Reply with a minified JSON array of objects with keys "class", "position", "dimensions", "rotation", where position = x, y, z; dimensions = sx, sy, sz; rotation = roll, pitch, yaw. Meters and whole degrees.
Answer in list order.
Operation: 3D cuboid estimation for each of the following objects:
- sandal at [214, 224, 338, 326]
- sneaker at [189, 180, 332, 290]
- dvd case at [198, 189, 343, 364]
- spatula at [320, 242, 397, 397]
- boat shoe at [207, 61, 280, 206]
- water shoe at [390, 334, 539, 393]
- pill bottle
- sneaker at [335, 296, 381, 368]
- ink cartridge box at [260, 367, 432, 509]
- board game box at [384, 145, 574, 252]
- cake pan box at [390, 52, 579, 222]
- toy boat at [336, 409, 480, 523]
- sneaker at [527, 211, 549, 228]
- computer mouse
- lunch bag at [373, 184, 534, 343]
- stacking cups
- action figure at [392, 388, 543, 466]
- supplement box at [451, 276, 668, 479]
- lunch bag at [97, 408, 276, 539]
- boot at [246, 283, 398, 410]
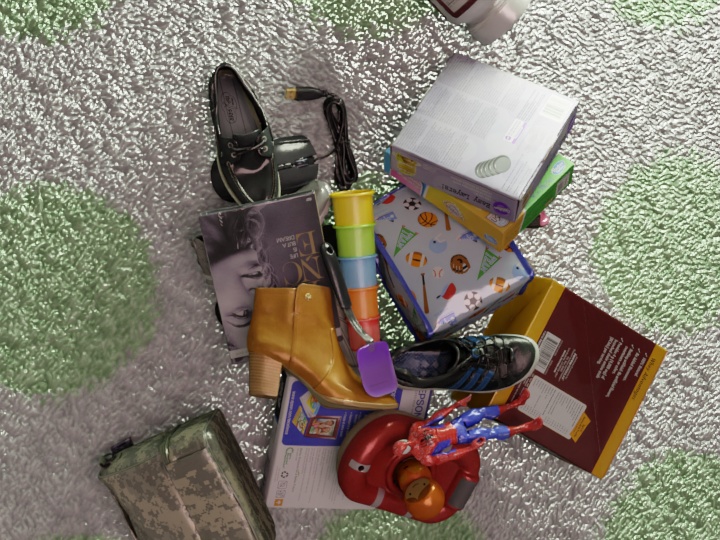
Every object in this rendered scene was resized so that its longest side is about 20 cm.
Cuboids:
[{"class":"sandal","position":[-0.101,0.005,1.692],"dimensions":[0.199,0.075,0.045],"rotation":[-34,145,-10]},{"class":"sneaker","position":[-0.125,-0.058,1.666],"dimensions":[0.199,0.075,0.082],"rotation":[-36,120,-6]},{"class":"dvd case","position":[-0.110,0.010,1.648],"dimensions":[0.146,0.016,0.203],"rotation":[-12,111,-2]},{"class":"spatula","position":[-0.008,0.058,1.613],"dimensions":[0.056,0.021,0.202],"rotation":[-15,76,-42]},{"class":"boat shoe","position":[-0.146,-0.168,1.640],"dimensions":[0.073,0.066,0.202],"rotation":[-10,76,-9]},{"class":"water shoe","position":[0.132,0.118,1.651],"dimensions":[0.197,0.079,0.073],"rotation":[-8,78,-5]},{"class":"pill bottle","position":[0.125,-0.397,1.716],"dimensions":[0.200,0.114,0.115],"rotation":[42,82,-15]},{"class":"sneaker","position":[-0.011,0.106,1.737],"dimensions":[0.072,0.072,0.200],"rotation":[-38,106,10]},{"class":"ink cartridge box","position":[-0.020,0.220,1.718],"dimensions":[0.197,0.047,0.200],"rotation":[3,113,-20]},{"class":"board game box","position":[0.152,-0.133,1.701],"dimensions":[0.199,0.041,0.153],"rotation":[36,62,23]},{"class":"cake pan box","position":[0.160,-0.176,1.676],"dimensions":[0.182,0.053,0.201],"rotation":[24,58,15]},{"class":"toy boat","position":[0.067,0.265,1.665],"dimensions":[0.198,0.131,0.132],"rotation":[21,107,-24]},{"class":"sneaker","position":[0.240,-0.144,1.762],"dimensions":[0.079,0.095,0.203],"rotation":[26,77,-49]},{"class":"computer mouse","position":[-0.097,-0.164,1.698],"dimensions":[0.197,0.046,0.143],"rotation":[-7,97,-16]},{"class":"lunch bag","position":[0.104,-0.025,1.727],"dimensions":[0.169,0.124,0.201],"rotation":[-29,79,-13]},{"class":"stacking cups","position":[0.000,0.000,1.671],"dimensions":[0.060,0.060,0.203],"rotation":[-9,100,-16]},{"class":"action figure","position":[0.129,0.197,1.638],"dimensions":[0.198,0.052,0.066],"rotation":[-15,69,-20]},{"class":"supplement box","position":[0.269,0.140,1.785],"dimensions":[0.199,0.133,0.199],"rotation":[30,85,-16]},{"class":"lunch bag","position":[-0.218,0.292,1.645],"dimensions":[0.166,0.139,0.202],"rotation":[-25,98,4]},{"class":"boot","position":[-0.041,0.093,1.620],"dimensions":[0.198,0.071,0.146],"rotation":[10,78,-13]}]
